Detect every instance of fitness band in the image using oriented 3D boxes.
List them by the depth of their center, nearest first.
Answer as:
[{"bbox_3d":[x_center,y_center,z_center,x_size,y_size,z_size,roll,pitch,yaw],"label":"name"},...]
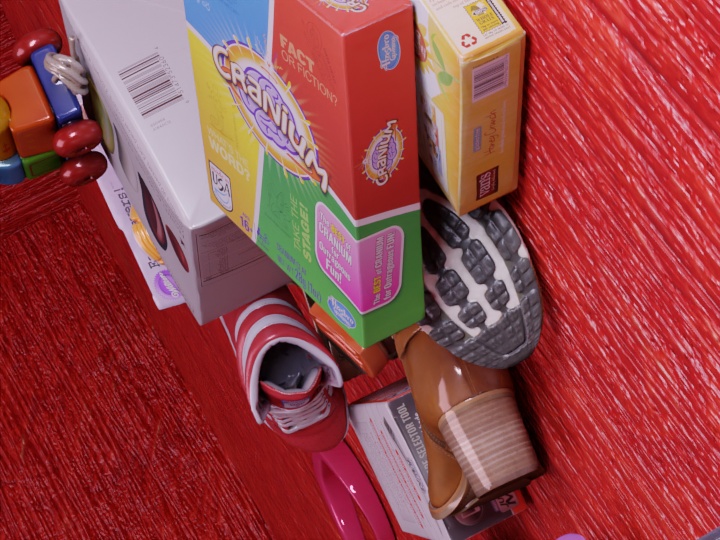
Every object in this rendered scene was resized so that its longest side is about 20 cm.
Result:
[{"bbox_3d":[-0.007,0.253,2.113,0.144,0.037,0.200,62,169,19],"label":"fitness band"}]

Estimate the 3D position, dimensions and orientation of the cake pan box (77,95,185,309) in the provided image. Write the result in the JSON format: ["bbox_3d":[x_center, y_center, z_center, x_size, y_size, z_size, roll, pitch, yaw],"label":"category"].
[{"bbox_3d":[-0.137,-0.091,1.543,0.184,0.052,0.200,-45,-63,-54],"label":"cake pan box"}]

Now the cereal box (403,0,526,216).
[{"bbox_3d":[0.015,-0.142,0.973,0.200,0.040,0.144,59,169,24],"label":"cereal box"}]

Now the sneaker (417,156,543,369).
[{"bbox_3d":[0.044,-0.041,1.076,0.200,0.077,0.089,60,-158,5],"label":"sneaker"}]

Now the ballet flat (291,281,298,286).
[{"bbox_3d":[-0.034,-0.027,1.400,0.067,0.067,0.200,-41,72,48],"label":"ballet flat"}]

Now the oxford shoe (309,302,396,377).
[{"bbox_3d":[0.000,0.000,1.280,0.071,0.073,0.200,42,169,19],"label":"oxford shoe"}]

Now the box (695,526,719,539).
[{"bbox_3d":[0.183,0.184,0.691,0.200,0.132,0.115,56,169,33],"label":"box"}]

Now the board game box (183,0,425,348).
[{"bbox_3d":[-0.030,-0.080,0.990,0.153,0.040,0.200,43,150,39],"label":"board game box"}]

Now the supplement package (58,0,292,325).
[{"bbox_3d":[-0.086,-0.101,1.280,0.191,0.147,0.200,60,169,16],"label":"supplement package"}]

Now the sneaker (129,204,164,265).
[{"bbox_3d":[-0.106,-0.097,1.461,0.078,0.077,0.200,33,-124,-39],"label":"sneaker"}]

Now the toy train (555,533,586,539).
[{"bbox_3d":[0.160,0.222,1.145,0.200,0.056,0.150,60,171,33],"label":"toy train"}]

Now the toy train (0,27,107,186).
[{"bbox_3d":[-0.234,-0.100,1.275,0.200,0.116,0.085,109,137,-76],"label":"toy train"}]

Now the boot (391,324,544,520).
[{"bbox_3d":[0.052,0.072,1.244,0.200,0.077,0.155,79,167,-79],"label":"boot"}]

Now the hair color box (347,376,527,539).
[{"bbox_3d":[0.051,0.133,1.431,0.111,0.064,0.200,65,171,0],"label":"hair color box"}]

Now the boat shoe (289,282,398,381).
[{"bbox_3d":[-0.035,-0.012,1.483,0.200,0.064,0.071,64,170,-6],"label":"boat shoe"}]

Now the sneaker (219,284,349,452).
[{"bbox_3d":[-0.045,0.088,1.410,0.113,0.071,0.200,60,177,48],"label":"sneaker"}]
